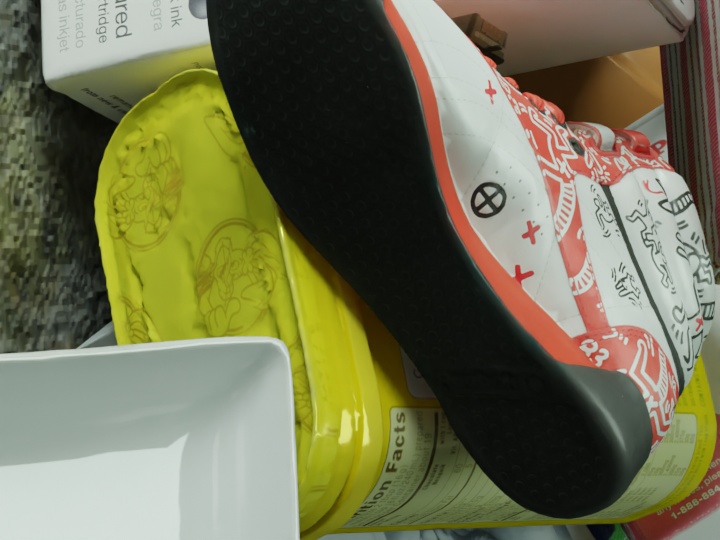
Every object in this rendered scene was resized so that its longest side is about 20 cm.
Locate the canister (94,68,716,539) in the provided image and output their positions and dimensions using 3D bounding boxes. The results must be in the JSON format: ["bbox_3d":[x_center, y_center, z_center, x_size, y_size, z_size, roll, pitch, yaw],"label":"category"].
[{"bbox_3d":[0.022,0.018,0.674,0.200,0.086,0.149,5,64,-43],"label":"canister"}]

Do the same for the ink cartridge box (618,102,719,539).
[{"bbox_3d":[0.145,0.030,0.826,0.085,0.145,0.200,56,2,-42],"label":"ink cartridge box"}]

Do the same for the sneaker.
[{"bbox_3d":[0.036,-0.033,0.604,0.202,0.067,0.108,57,38,-9],"label":"sneaker"}]

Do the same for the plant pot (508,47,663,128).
[{"bbox_3d":[0.155,-0.122,0.991,0.140,0.200,0.200,-51,158,10],"label":"plant pot"}]

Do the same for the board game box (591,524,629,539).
[{"bbox_3d":[0.092,0.184,0.897,0.105,0.023,0.201,-23,133,-37],"label":"board game box"}]

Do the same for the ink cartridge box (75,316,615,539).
[{"bbox_3d":[0.015,0.063,0.739,0.200,0.041,0.200,57,42,-6],"label":"ink cartridge box"}]

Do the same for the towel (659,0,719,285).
[{"bbox_3d":[0.124,-0.073,0.659,0.200,0.030,0.147,72,14,-83],"label":"towel"}]

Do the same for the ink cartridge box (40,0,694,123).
[{"bbox_3d":[-0.002,-0.136,0.660,0.084,0.199,0.146,27,57,-64],"label":"ink cartridge box"}]

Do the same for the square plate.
[{"bbox_3d":[-0.101,0.119,0.514,0.199,0.028,0.199,-1,87,-36],"label":"square plate"}]
